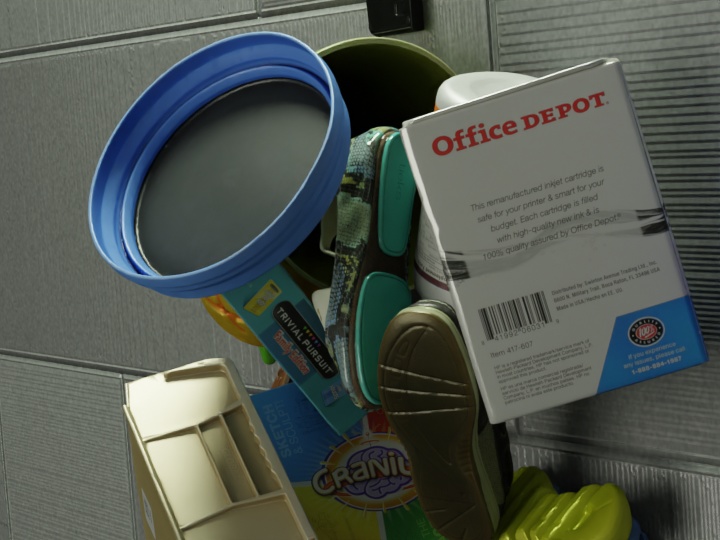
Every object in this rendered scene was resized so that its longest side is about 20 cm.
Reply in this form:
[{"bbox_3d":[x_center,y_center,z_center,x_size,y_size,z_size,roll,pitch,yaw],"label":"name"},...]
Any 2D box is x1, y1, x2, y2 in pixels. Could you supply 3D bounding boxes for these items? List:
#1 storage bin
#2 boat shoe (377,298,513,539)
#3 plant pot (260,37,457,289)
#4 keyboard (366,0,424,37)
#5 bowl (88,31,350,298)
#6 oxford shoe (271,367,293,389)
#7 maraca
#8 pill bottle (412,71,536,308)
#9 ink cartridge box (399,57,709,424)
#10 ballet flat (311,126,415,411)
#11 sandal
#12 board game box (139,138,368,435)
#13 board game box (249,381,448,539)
[{"bbox_3d":[-0.106,0.203,1.522,0.201,0.093,0.199,88,160,-47],"label":"storage bin"},{"bbox_3d":[0.063,0.096,1.371,0.071,0.066,0.202,4,127,28],"label":"boat shoe"},{"bbox_3d":[-0.025,-0.084,1.535,0.200,0.186,0.188,-162,69,-68],"label":"plant pot"},{"bbox_3d":[0.032,-0.283,1.530,0.127,0.020,0.201,4,100,63],"label":"keyboard"},{"bbox_3d":[-0.094,-0.070,1.366,0.200,0.039,0.201,-19,50,24],"label":"bowl"},{"bbox_3d":[-0.049,0.096,1.687,0.071,0.071,0.201,57,141,42],"label":"oxford shoe"},{"bbox_3d":[-0.087,0.007,1.699,0.200,0.106,0.138,110,147,-70],"label":"maraca"},{"bbox_3d":[0.094,-0.029,1.401,0.109,0.109,0.201,34,124,49],"label":"pill bottle"},{"bbox_3d":[0.124,-0.022,1.282,0.084,0.145,0.201,-46,-61,-80],"label":"ink cartridge box"},{"bbox_3d":[0.000,0.000,1.398,0.074,0.074,0.201,-15,63,57],"label":"ballet flat"},{"bbox_3d":[0.143,0.194,1.408,0.087,0.080,0.200,46,167,-18],"label":"sandal"},{"bbox_3d":[-0.074,0.012,1.467,0.151,0.047,0.200,48,176,46],"label":"board game box"},{"bbox_3d":[0.014,0.168,1.521,0.040,0.152,0.201,105,144,-61],"label":"board game box"}]
